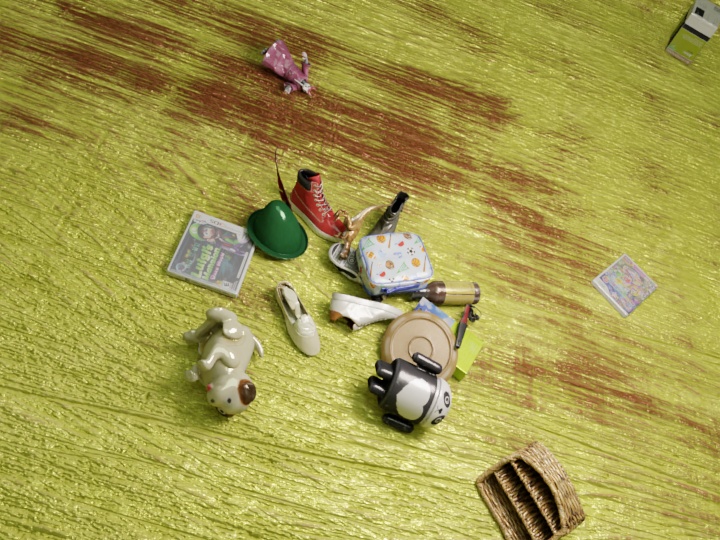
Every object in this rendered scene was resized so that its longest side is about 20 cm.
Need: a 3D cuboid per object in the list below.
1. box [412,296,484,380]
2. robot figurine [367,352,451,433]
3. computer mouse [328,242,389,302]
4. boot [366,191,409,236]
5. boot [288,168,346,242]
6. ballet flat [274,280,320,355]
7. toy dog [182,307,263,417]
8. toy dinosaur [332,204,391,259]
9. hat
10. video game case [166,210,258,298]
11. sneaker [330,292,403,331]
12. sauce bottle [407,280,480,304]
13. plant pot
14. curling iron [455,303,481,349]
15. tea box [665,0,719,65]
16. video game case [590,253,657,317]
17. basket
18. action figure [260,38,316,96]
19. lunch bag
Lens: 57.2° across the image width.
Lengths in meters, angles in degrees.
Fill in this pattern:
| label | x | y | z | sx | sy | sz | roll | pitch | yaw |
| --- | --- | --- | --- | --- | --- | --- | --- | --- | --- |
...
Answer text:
| label | x | y | z | sx | sy | sz | roll | pitch | yaw |
| --- | --- | --- | --- | --- | --- | --- | --- | --- | --- |
| box | 0.208 | 0.173 | 1.692 | 0.198 | 0.048 | 0.122 | 36 | 51 | 7 |
| robot figurine | 0.115 | 0.281 | 1.523 | 0.197 | 0.151 | 0.126 | 25 | 46 | -6 |
| computer mouse | 0.000 | 0.000 | 1.741 | 0.198 | 0.044 | 0.111 | 35 | 59 | -1 |
| boot | 0.066 | -0.123 | 1.793 | 0.067 | 0.131 | 0.202 | 28 | 52 | 1 |
| boot | -0.101 | -0.177 | 1.762 | 0.199 | 0.145 | 0.072 | 39 | 50 | 8 |
| ballet flat | -0.152 | 0.110 | 1.593 | 0.068 | 0.070 | 0.202 | -19 | 65 | -30 |
| toy dog | -0.293 | 0.217 | 1.440 | 0.193 | 0.138 | 0.203 | 30 | 37 | -47 |
| toy dinosaur | -0.017 | -0.124 | 1.738 | 0.106 | 0.060 | 0.202 | 37 | 74 | -17 |
| hat | -0.194 | -0.158 | 1.677 | 0.198 | 0.177 | 0.166 | 34 | 42 | 1 |
| video game case | -0.364 | -0.044 | 1.648 | 0.178 | 0.024 | 0.203 | 19 | 52 | -7 |
| sneaker | 0.011 | 0.115 | 1.662 | 0.196 | 0.073 | 0.087 | 13 | 83 | -19 |
| sauce bottle | 0.223 | 0.058 | 1.768 | 0.195 | 0.065 | 0.066 | 4 | 55 | -19 |
| plant pot | 0.147 | 0.195 | 1.623 | 0.195 | 0.028 | 0.205 | 1 | 73 | -3 |
| curling iron | 0.272 | 0.142 | 1.691 | 0.049 | 0.026 | 0.200 | 32 | 32 | 6 |
| tea box | 1.481 | -1.066 | 2.933 | 0.132 | 0.198 | 0.201 | 32 | 52 | 6 |
| video game case | 0.811 | 0.043 | 2.025 | 0.198 | 0.018 | 0.144 | -30 | 71 | -33 |
| basket | 0.380 | 0.504 | 1.464 | 0.146 | 0.144 | 0.202 | -15 | 62 | -29 |
| action figure | -0.225 | -0.618 | 2.075 | 0.200 | 0.149 | 0.134 | 44 | 81 | -9 |
| lunch bag | 0.082 | -0.013 | 1.700 | 0.195 | 0.076 | 0.163 | -7 | 63 | -21 |
